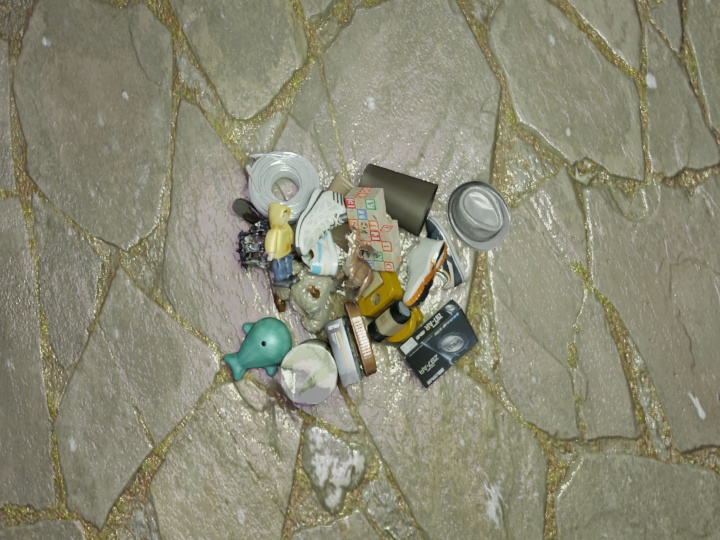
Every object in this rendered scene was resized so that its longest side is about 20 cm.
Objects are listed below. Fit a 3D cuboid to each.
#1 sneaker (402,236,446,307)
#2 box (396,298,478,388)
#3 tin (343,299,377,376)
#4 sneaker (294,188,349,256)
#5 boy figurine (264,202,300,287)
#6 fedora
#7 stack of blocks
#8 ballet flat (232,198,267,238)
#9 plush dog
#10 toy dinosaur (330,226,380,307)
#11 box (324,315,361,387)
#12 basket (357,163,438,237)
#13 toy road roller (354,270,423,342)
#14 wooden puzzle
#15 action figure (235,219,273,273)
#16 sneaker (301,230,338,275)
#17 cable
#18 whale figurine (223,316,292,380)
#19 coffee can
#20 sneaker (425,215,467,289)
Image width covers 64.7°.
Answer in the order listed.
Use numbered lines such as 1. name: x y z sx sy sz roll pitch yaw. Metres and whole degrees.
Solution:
1. sneaker: 0.149 0.001 1.481 0.090 0.076 0.203 19 65 28
2. box: 0.207 0.197 1.508 0.199 0.044 0.161 -40 131 -5
3. tin: 0.000 0.179 1.516 0.041 0.112 0.207 -17 87 -3
4. sneaker: -0.090 -0.122 1.432 0.112 0.076 0.205 8 59 20
5. boy figurine: -0.191 -0.068 1.412 0.063 0.123 0.208 5 105 29
6. fedora: 0.332 -0.157 1.557 0.176 0.090 0.202 -39 88 -3
7. stack of blocks: 0.035 -0.103 1.442 0.112 0.059 0.206 5 124 25
8. ballet flat: -0.266 -0.131 1.565 0.197 0.046 0.068 36 106 -2
9. plush dog: -0.161 0.044 1.516 0.168 0.160 0.206 20 86 23
10. toy dinosaur: 0.000 0.000 1.442 0.085 0.202 0.136 31 69 32
11. box: -0.041 0.203 1.469 0.047 0.200 0.163 -17 86 1
12. basket: 0.093 -0.197 1.529 0.195 0.182 0.139 22 127 7
13. toy road roller: 0.084 0.095 1.523 0.122 0.144 0.204 -39 54 28
14. wooden puzzle: -0.025 -0.138 1.527 0.199 0.037 0.186 42 131 4
15. action figure: -0.273 -0.062 1.499 0.099 0.199 0.123 1 79 -23
16. sneaker: -0.119 -0.066 1.498 0.078 0.202 0.078 0 127 -22
17. cable: -0.207 -0.224 1.538 0.193 0.069 0.207 -9 76 -15
18. whale figurine: -0.275 0.212 1.510 0.196 0.104 0.162 -31 85 2
19. coffee can: -0.126 0.256 1.462 0.141 0.200 0.152 0 86 0
20. sneaker: 0.215 -0.045 1.553 0.078 0.078 0.205 -27 89 -9
